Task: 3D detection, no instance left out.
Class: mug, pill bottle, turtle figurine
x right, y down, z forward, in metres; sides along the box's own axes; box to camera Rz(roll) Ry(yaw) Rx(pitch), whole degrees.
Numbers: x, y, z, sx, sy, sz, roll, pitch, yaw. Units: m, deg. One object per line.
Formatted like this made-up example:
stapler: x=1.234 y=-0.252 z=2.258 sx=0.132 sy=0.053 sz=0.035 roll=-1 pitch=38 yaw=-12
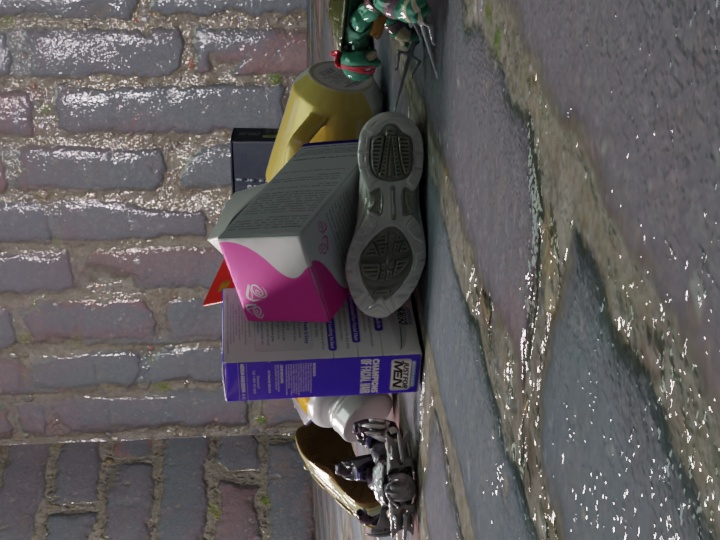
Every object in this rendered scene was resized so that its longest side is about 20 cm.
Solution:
mug: x=-0.033 y=-0.163 z=1.406 sx=0.187 sy=0.148 sz=0.154 roll=-106 pitch=23 yaw=-52
pill bottle: x=-0.048 y=0.120 z=1.435 sx=0.200 sy=0.109 sz=0.110 roll=46 pitch=149 yaw=33
turtle figurine: x=0.020 y=-0.240 z=0.997 sx=0.150 sy=0.100 sz=0.202 roll=-113 pitch=28 yaw=-76

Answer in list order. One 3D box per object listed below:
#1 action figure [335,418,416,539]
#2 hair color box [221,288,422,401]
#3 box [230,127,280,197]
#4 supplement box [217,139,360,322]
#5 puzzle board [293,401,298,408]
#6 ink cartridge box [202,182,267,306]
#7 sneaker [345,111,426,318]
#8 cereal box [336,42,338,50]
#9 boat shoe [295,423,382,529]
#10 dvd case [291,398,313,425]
action figure: x=0.022 y=0.223 z=1.256 sx=0.200 sy=0.069 sz=0.131 roll=-151 pitch=69 yaw=-79
hair color box: x=-0.042 y=0.071 z=1.167 sx=0.110 sy=0.198 sz=0.065 roll=-98 pitch=6 yaw=-48
box: x=-0.101 y=-0.141 z=1.767 sx=0.051 sy=0.198 sz=0.159 roll=-92 pitch=4 yaw=-57
supplement box: x=-0.045 y=-0.044 z=1.159 sx=0.200 sy=0.103 sz=0.102 roll=-55 pitch=-45 yaw=-49
puzzle board: x=-0.044 y=0.143 z=1.698 sx=0.017 sy=0.150 sz=0.201 roll=-35 pitch=42 yaw=30
ink cartridge box: x=-0.131 y=-0.046 z=1.533 sx=0.045 sy=0.199 sz=0.177 roll=45 pitch=-128 yaw=-30
sneaker: x=0.030 y=-0.056 z=1.119 sx=0.099 sy=0.077 sz=0.202 roll=-76 pitch=-7 yaw=-79
cereal box: x=-0.013 y=-0.334 z=1.608 sx=0.144 sy=0.039 sz=0.202 roll=97 pitch=169 yaw=-61
boat shoe: x=-0.030 y=0.280 z=1.561 sx=0.200 sy=0.073 sz=0.063 roll=44 pitch=148 yaw=50
dvd case: x=-0.055 y=0.099 z=1.540 sx=0.200 sy=0.025 sz=0.151 roll=-47 pitch=64 yaw=43
